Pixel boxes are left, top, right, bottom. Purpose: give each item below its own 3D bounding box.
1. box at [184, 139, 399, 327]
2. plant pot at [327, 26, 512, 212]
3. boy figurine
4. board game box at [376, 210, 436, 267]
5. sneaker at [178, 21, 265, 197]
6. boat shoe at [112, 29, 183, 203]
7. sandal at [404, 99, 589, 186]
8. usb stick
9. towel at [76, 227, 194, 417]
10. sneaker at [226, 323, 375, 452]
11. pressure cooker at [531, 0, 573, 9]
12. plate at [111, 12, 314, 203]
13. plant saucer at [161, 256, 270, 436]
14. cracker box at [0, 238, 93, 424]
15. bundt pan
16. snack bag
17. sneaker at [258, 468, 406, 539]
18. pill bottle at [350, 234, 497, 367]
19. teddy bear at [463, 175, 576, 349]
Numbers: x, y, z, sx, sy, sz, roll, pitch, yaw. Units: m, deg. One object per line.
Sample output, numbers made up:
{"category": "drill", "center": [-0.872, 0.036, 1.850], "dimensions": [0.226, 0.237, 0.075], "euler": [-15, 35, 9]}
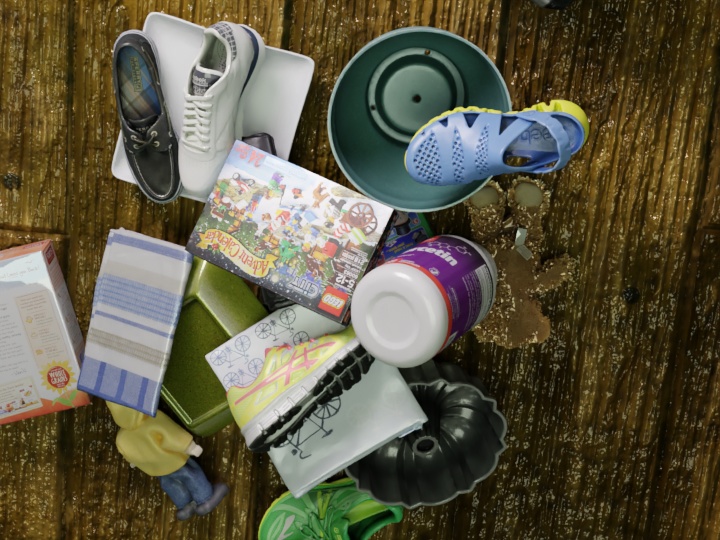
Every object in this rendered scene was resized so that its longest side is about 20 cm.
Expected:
{"category": "box", "center": [-0.075, -0.042, 1.627], "dimensions": [0.199, 0.038, 0.137], "euler": [24, 86, 14]}
{"category": "plant pot", "center": [0.064, -0.180, 1.650], "dimensions": [0.198, 0.134, 0.202], "euler": [0, 109, 0]}
{"category": "boy figurine", "center": [-0.250, 0.213, 1.816], "dimensions": [0.124, 0.064, 0.201], "euler": [-22, 107, 42]}
{"category": "board game box", "center": [0.000, 0.000, 1.764], "dimensions": [0.199, 0.029, 0.135], "euler": [-25, 106, 9]}
{"category": "sneaker", "center": [-0.171, -0.178, 1.646], "dimensions": [0.076, 0.080, 0.202], "euler": [18, 104, 19]}
{"category": "boat shoe", "center": [-0.245, -0.168, 1.673], "dimensions": [0.068, 0.057, 0.202], "euler": [-10, 107, 5]}
{"category": "sandal", "center": [0.143, -0.130, 1.552], "dimensions": [0.198, 0.087, 0.080], "euler": [-13, 111, 6]}
{"category": "usb stick", "center": [-0.105, -0.057, 1.679], "dimensions": [0.055, 0.033, 0.202], "euler": [-14, 83, 8]}
{"category": "towel", "center": [-0.262, 0.057, 1.727], "dimensions": [0.146, 0.024, 0.202], "euler": [13, 90, 40]}
{"category": "sneaker", "center": [-0.065, 0.106, 1.637], "dimensions": [0.200, 0.078, 0.090], "euler": [-37, 63, -9]}
{"category": "pressure cooker", "center": [0.174, -0.393, 1.559], "dimensions": [0.199, 0.179, 0.176], "euler": [30, 109, -8]}
{"category": "plate", "center": [-0.170, -0.178, 1.714], "dimensions": [0.198, 0.032, 0.201], "euler": [15, 107, -3]}
{"category": "plant saucer", "center": [-0.190, 0.098, 1.755], "dimensions": [0.199, 0.048, 0.200], "euler": [-31, 103, 32]}
{"category": "cracker box", "center": [-0.411, 0.076, 1.788], "dimensions": [0.133, 0.058, 0.201], "euler": [-13, 107, 5]}
{"category": "bundt pan", "center": [0.071, 0.186, 1.769], "dimensions": [0.200, 0.076, 0.203], "euler": [-5, 125, -8]}
{"category": "snack bag", "center": [-0.050, 0.134, 1.678], "dimensions": [0.188, 0.021, 0.201], "euler": [-30, 84, 2]}
{"category": "sneaker", "center": [-0.037, 0.304, 1.827], "dimensions": [0.199, 0.084, 0.074], "euler": [-22, 119, 9]}
{"category": "pill bottle", "center": [0.078, 0.027, 1.632], "dimensions": [0.112, 0.200, 0.113], "euler": [8, 108, 26]}
{"category": "teddy bear", "center": [0.175, -0.012, 1.741], "dimensions": [0.144, 0.067, 0.201], "euler": [-23, 102, -6]}
